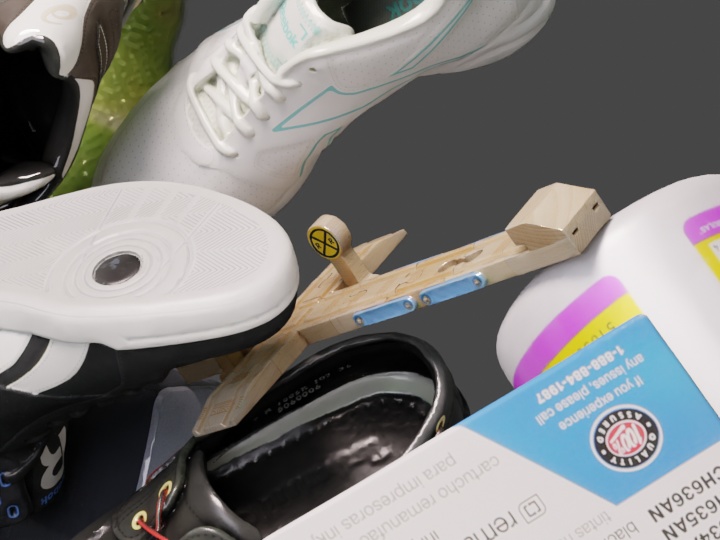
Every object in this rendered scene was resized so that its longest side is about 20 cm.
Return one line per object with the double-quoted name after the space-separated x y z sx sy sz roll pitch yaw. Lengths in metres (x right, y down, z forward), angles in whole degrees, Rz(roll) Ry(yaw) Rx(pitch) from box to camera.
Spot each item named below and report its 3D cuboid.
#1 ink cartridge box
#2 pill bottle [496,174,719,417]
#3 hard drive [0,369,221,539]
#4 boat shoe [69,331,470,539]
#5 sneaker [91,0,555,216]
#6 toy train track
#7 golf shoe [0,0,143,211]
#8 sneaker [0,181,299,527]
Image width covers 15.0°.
0.064 0.150 0.798 0.147 0.145 0.200 -29 77 -27 "ink cartridge box"
0.137 0.074 0.883 0.104 0.104 0.200 -39 70 14 "pill bottle"
-0.135 0.119 1.025 0.135 0.042 0.200 19 91 24 "hard drive"
-0.052 0.089 0.943 0.201 0.063 0.074 -32 57 -8 "boat shoe"
-0.025 -0.076 0.986 0.200 0.080 0.070 -34 73 17 "sneaker"
0.000 0.000 0.928 0.200 0.115 0.033 -19 112 46 "toy train track"
-0.144 -0.045 0.990 0.078 0.095 0.200 23 129 -9 "golf shoe"
-0.101 0.035 0.949 0.200 0.112 0.073 -3 39 22 "sneaker"
